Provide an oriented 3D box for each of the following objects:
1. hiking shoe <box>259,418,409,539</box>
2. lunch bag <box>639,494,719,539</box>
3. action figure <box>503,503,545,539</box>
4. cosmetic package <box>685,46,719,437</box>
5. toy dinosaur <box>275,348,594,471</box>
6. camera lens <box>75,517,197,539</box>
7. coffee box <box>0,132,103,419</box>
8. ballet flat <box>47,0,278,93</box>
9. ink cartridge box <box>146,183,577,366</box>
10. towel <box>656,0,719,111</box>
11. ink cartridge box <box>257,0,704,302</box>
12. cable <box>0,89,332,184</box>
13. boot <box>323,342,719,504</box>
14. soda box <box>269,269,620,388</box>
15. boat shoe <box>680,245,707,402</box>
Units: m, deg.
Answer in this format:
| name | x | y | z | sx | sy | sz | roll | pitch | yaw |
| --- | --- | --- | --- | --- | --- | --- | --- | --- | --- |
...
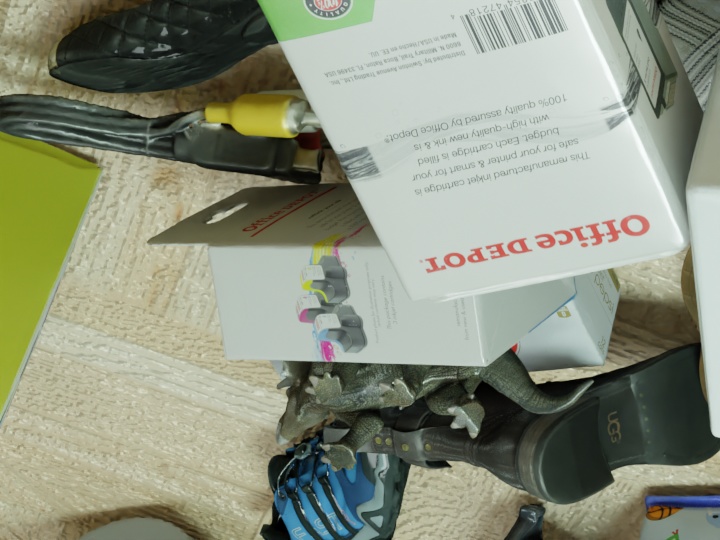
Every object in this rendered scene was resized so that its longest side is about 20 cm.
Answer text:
| name | x | y | z | sx | sy | sz | roll | pitch | yaw |
| --- | --- | --- | --- | --- | --- | --- | --- | --- | --- |
| hiking shoe | -0.016 | 0.130 | 1.751 | 0.086 | 0.075 | 0.200 | 14 | 141 | 2 |
| lunch bag | 0.260 | 0.223 | 1.693 | 0.199 | 0.170 | 0.124 | -1 | 143 | 22 |
| action figure | 0.120 | 0.260 | 1.768 | 0.104 | 0.194 | 0.201 | 11 | 115 | 12 |
| cosmetic package | 0.251 | -0.042 | 1.316 | 0.167 | 0.200 | 0.167 | 5 | 137 | 16 |
| toy dinosaur | 0.026 | 0.052 | 1.543 | 0.199 | 0.102 | 0.077 | -16 | 118 | 21 |
| camera lens | -0.123 | 0.281 | 1.898 | 0.159 | 0.160 | 0.200 | -9 | 134 | 28 |
| coffee box | -0.287 | 0.028 | 1.627 | 0.199 | 0.200 | 0.198 | 23 | 140 | -6 |
| ballet flat | -0.089 | -0.134 | 1.501 | 0.200 | 0.057 | 0.066 | -16 | 160 | 40 |
| ink cartridge box | 0.000 | 0.000 | 1.516 | 0.199 | 0.115 | 0.068 | 1 | 108 | 30 |
| towel | 0.231 | -0.098 | 1.431 | 0.192 | 0.035 | 0.200 | 30 | 140 | -16 |
| ink cartridge box | 0.056 | -0.096 | 1.281 | 0.145 | 0.084 | 0.200 | -11 | 124 | 25 |
| cable | -0.095 | -0.082 | 1.554 | 0.199 | 0.051 | 0.097 | 9 | 176 | 15 |
| boot | 0.099 | 0.075 | 1.629 | 0.174 | 0.200 | 0.070 | 9 | 108 | 48 |
| soda box | 0.041 | 0.018 | 1.611 | 0.199 | 0.064 | 0.068 | -6 | 136 | 26 |
| boat shoe | 0.218 | 0.013 | 1.534 | 0.071 | 0.065 | 0.200 | 28 | 154 | 21 |
